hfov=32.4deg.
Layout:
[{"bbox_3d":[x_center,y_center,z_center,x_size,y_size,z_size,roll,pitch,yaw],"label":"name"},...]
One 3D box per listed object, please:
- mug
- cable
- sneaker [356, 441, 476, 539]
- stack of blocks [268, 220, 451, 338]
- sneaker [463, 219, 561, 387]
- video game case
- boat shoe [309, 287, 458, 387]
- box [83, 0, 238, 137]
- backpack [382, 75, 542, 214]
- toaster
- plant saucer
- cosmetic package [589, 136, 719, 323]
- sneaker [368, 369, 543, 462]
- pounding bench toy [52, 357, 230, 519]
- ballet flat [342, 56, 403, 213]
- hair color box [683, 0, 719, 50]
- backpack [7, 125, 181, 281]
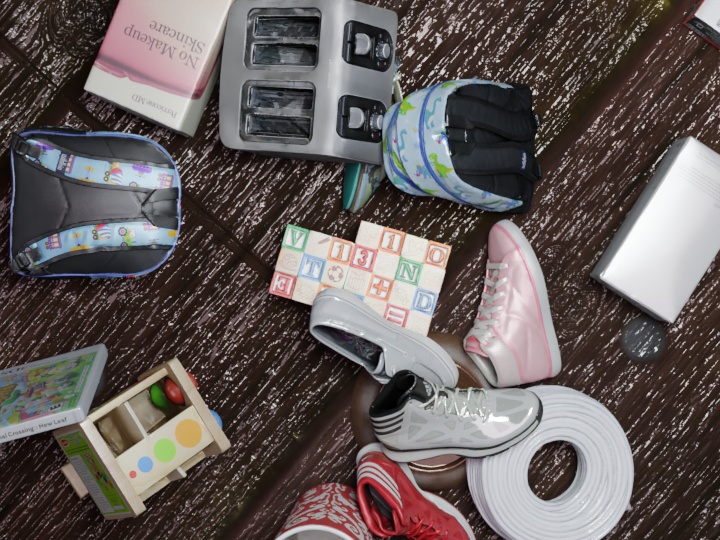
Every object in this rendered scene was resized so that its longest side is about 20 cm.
[{"bbox_3d":[-0.033,0.348,1.448,0.133,0.200,0.178,-28,95,7],"label":"mug"},{"bbox_3d":[0.230,0.241,1.495,0.198,0.069,0.202,-15,96,-9],"label":"cable"},{"bbox_3d":[0.059,0.308,1.477,0.200,0.116,0.078,44,113,-9],"label":"sneaker"},{"bbox_3d":[0.000,0.000,1.505,0.198,0.059,0.116,16,88,2],"label":"stack of blocks"},{"bbox_3d":[0.168,0.046,1.493,0.104,0.075,0.202,-17,96,-17],"label":"sneaker"},{"bbox_3d":[-0.396,0.150,1.447,0.181,0.200,0.022,-15,108,1],"label":"video game case"},{"bbox_3d":[0.026,0.096,1.451,0.200,0.069,0.072,37,132,-16],"label":"boat shoe"},{"bbox_3d":[-0.226,-0.277,1.476,0.127,0.109,0.201,23,92,-1],"label":"box"},{"bbox_3d":[0.117,-0.146,1.437,0.153,0.200,0.165,1,93,22],"label":"backpack"},{"bbox_3d":[-0.065,-0.222,1.438,0.199,0.118,0.183,7,93,29],"label":"toaster"},{"bbox_3d":[0.086,0.177,1.528,0.199,0.037,0.202,0,93,1],"label":"plant saucer"},{"bbox_3d":[0.377,-0.048,1.494,0.107,0.085,0.201,34,92,0],"label":"cosmetic package"},{"bbox_3d":[0.104,0.160,1.418,0.199,0.116,0.076,-14,51,13],"label":"sneaker"},{"bbox_3d":[-0.269,0.202,1.493,0.156,0.200,0.125,-34,94,-30],"label":"pounding bench toy"},{"bbox_3d":[0.020,-0.168,1.503,0.074,0.074,0.202,5,95,0],"label":"ballet flat"},{"bbox_3d":[0.491,-0.357,1.495,0.101,0.061,0.201,35,91,-1],"label":"hair color box"},{"bbox_3d":[-0.306,-0.078,1.470,0.198,0.135,0.184,0,92,1],"label":"backpack"}]
